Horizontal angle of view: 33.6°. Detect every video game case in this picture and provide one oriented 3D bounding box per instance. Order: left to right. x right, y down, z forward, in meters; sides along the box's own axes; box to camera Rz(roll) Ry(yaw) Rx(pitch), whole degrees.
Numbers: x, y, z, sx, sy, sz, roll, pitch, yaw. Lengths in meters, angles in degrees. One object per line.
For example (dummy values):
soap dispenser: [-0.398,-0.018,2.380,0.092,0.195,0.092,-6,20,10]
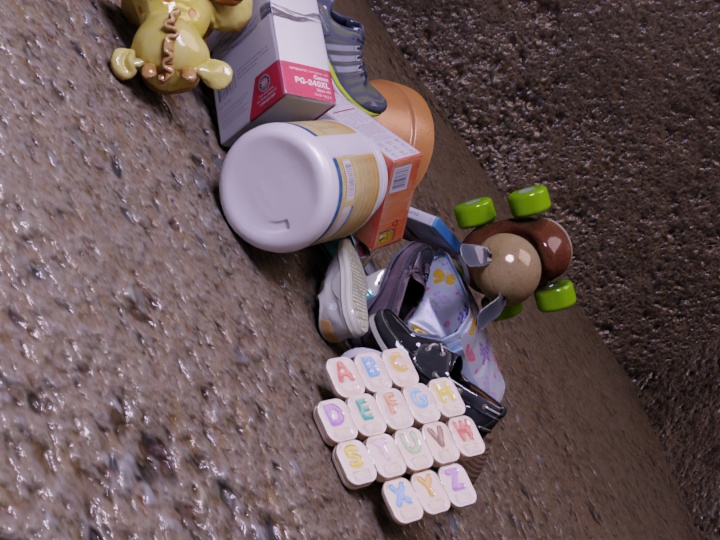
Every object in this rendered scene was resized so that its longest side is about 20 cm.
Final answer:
video game case: [0.050,-0.073,1.694,0.200,0.018,0.143,23,-9,31]

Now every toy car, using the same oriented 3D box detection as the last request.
toy car: [0.175,-0.001,1.542,0.200,0.157,0.165,-32,108,-57]

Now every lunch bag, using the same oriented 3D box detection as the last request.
lunch bag: [0.116,0.098,1.638,0.200,0.127,0.170,-113,177,-54]

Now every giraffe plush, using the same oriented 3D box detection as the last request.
giraffe plush: [-0.205,-0.268,1.331,0.200,0.172,0.163,51,33,-68]

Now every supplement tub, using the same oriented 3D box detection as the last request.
supplement tub: [-0.060,-0.102,1.391,0.145,0.145,0.200,59,24,5]

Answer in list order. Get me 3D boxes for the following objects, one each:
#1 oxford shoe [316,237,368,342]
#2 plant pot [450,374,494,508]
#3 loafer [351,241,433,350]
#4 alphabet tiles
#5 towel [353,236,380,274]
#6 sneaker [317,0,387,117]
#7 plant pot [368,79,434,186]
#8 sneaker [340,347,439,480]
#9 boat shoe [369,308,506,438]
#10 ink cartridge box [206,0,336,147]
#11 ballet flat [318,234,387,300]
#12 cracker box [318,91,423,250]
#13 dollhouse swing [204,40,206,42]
oxford shoe: [-0.025,0.022,1.473,0.200,0.058,0.075,-89,153,-59]
plant pot: [0.105,0.189,1.503,0.201,0.093,0.201,52,16,-22]
loafer: [0.058,0.036,1.545,0.200,0.063,0.072,-53,137,-41]
alphabet tiles: [0.045,0.172,1.284,0.200,0.015,0.196,-6,60,-39]
towel: [-0.003,-0.015,1.715,0.200,0.023,0.144,60,12,1]
sneaker: [-0.019,-0.288,1.599,0.200,0.081,0.074,47,19,-33]
plant pot: [-0.009,-0.199,1.769,0.140,0.200,0.200,15,43,-47]
sneaker: [0.042,0.182,1.334,0.200,0.075,0.114,54,14,-16]
boat shoe: [0.090,0.115,1.415,0.200,0.068,0.072,48,19,16]
ink cartridge box: [-0.116,-0.268,1.465,0.083,0.145,0.201,5,67,-38]
ballet flat: [0.000,0.000,1.587,0.200,0.070,0.067,62,11,12]
cracker box: [-0.017,-0.137,1.555,0.058,0.134,0.200,-18,44,-38]
dollhouse swing: [-0.187,-0.415,1.664,0.200,0.181,0.176,-96,162,-59]
